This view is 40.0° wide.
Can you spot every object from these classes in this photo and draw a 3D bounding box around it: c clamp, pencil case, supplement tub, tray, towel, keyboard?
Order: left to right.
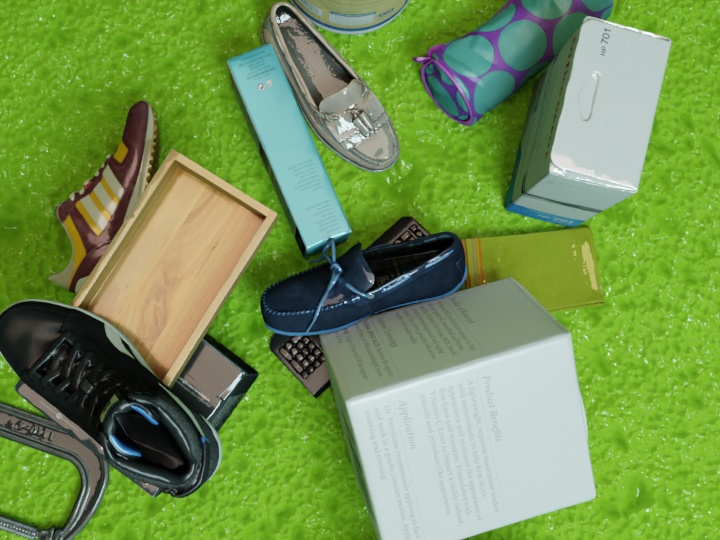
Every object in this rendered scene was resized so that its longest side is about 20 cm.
[{"bbox_3d":[-0.351,0.217,0.960,0.200,0.027,0.171,14,79,-1],"label":"c clamp"},{"bbox_3d":[-0.160,0.016,0.785,0.099,0.037,0.200,32,84,0],"label":"tray"},{"bbox_3d":[-0.006,-0.323,0.945,0.144,0.200,0.145,0,85,-4],"label":"supplement tub"},{"bbox_3d":[0.011,0.042,0.993,0.200,0.040,0.104,-44,88,-6],"label":"keyboard"},{"bbox_3d":[0.150,0.005,1.001,0.199,0.018,0.086,-6,85,-15],"label":"towel"},{"bbox_3d":[0.157,-0.239,1.008,0.200,0.085,0.092,-40,104,-7],"label":"pencil case"}]

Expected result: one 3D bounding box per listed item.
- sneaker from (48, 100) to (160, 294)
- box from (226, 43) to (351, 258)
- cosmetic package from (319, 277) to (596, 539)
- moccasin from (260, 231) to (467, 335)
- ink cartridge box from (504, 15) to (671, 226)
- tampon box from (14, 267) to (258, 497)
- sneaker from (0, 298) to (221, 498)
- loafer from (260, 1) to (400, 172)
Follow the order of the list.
[{"bbox_3d":[-0.251,-0.074,0.968,0.090,0.075,0.201,9,83,-6],"label":"sneaker"},{"bbox_3d":[-0.071,-0.115,0.980,0.049,0.082,0.200,-23,87,-6],"label":"box"},{"bbox_3d":[0.084,0.128,0.904,0.200,0.165,0.165,-15,110,-6],"label":"cosmetic package"},{"bbox_3d":[0.000,0.000,0.929,0.200,0.068,0.081,-18,52,-10],"label":"moccasin"},{"bbox_3d":[0.209,-0.132,0.943,0.086,0.200,0.147,15,84,-3],"label":"ink cartridge box"},{"bbox_3d":[-0.190,0.099,0.892,0.150,0.200,0.126,37,83,2],"label":"tampon box"},{"bbox_3d":[-0.183,0.082,0.701,0.200,0.112,0.073,36,82,1],"label":"sneaker"},{"bbox_3d":[-0.033,-0.184,0.999,0.072,0.063,0.200,-38,88,-7],"label":"loafer"}]
